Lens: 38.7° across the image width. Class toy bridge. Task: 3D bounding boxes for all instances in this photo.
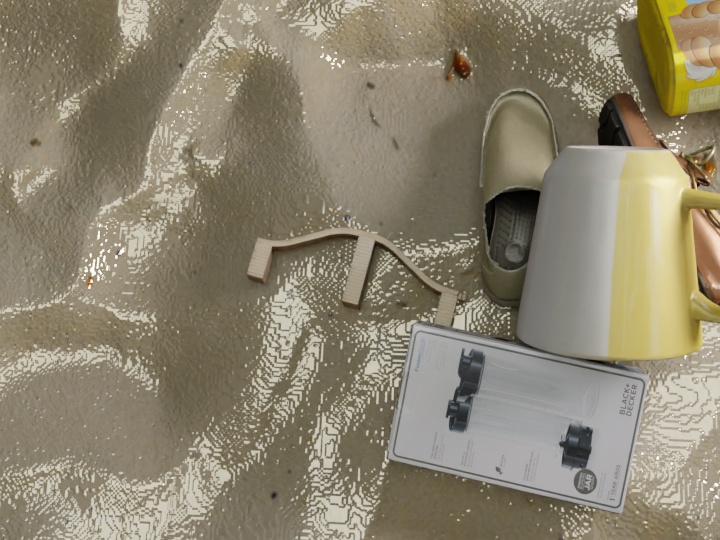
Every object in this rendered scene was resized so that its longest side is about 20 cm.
[{"bbox_3d":[0.000,0.000,0.920,0.196,0.027,0.068,14,79,7],"label":"toy bridge"}]

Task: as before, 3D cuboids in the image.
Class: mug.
[{"bbox_3d":[0.219,-0.020,0.821,0.183,0.149,0.156,1,98,2],"label":"mug"}]

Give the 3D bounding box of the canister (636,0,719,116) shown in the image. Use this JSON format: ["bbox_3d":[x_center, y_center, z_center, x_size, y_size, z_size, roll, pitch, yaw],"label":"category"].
[{"bbox_3d":[0.352,-0.211,0.888,0.196,0.087,0.150,-8,50,6],"label":"canister"}]

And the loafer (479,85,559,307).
[{"bbox_3d":[0.142,-0.072,0.902,0.074,0.068,0.204,1,78,5],"label":"loafer"}]

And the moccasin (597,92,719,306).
[{"bbox_3d":[0.274,-0.067,0.888,0.077,0.074,0.203,-27,74,-11],"label":"moccasin"}]

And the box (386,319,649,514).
[{"bbox_3d":[0.128,0.118,0.854,0.196,0.060,0.119,11,93,7],"label":"box"}]
